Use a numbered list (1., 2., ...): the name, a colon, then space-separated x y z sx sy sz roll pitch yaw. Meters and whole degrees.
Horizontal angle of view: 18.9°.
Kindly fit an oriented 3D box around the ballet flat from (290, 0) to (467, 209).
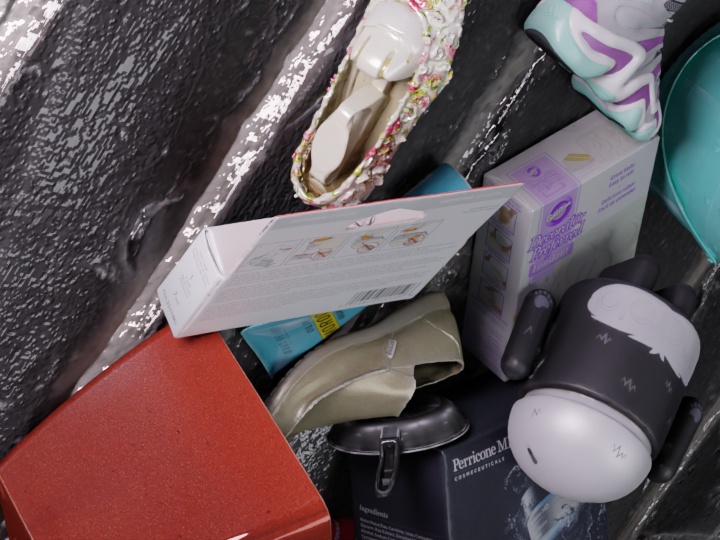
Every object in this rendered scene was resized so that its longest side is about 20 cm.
1. ballet flat: 0.011 -0.120 1.429 0.064 0.075 0.201 -24 143 -59

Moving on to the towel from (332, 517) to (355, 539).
1. towel: -0.094 0.277 1.799 0.199 0.022 0.145 -6 128 -50

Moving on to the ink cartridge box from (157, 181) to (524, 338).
1. ink cartridge box: -0.015 -0.022 1.441 0.198 0.044 0.174 -9 156 -32

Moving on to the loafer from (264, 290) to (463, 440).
1. loafer: 0.006 0.083 1.646 0.199 0.068 0.076 -31 164 -30

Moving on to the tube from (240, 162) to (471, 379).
1. tube: 0.000 0.000 1.590 0.199 0.050 0.078 -38 143 -6

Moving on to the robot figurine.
1. robot figurine: 0.194 0.088 1.718 0.125 0.149 0.201 75 38 -59

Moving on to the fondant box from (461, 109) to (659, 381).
1. fondant box: 0.160 -0.022 1.756 0.144 0.058 0.201 -30 144 -29

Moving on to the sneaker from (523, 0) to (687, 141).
1. sneaker: 0.215 -0.185 1.621 0.140 0.078 0.200 -49 150 3

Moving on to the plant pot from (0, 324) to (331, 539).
1. plant pot: -0.140 0.184 1.481 0.175 0.200 0.201 -22 143 -19

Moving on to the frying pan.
1. frying pan: 0.012 0.130 1.677 0.190 0.114 0.031 -27 114 -59

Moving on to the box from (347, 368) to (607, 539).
1. box: 0.101 0.204 1.803 0.196 0.117 0.202 -19 109 -41

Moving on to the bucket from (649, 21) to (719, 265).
1. bucket: 0.332 -0.107 1.806 0.206 0.135 0.208 -34 147 -26
